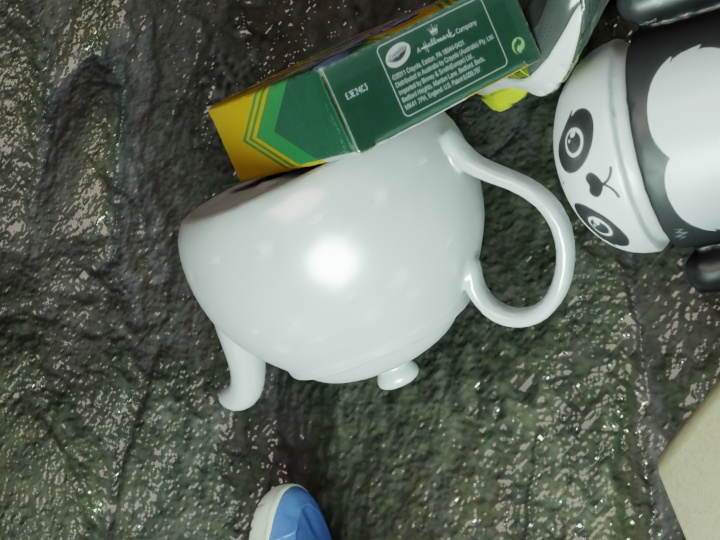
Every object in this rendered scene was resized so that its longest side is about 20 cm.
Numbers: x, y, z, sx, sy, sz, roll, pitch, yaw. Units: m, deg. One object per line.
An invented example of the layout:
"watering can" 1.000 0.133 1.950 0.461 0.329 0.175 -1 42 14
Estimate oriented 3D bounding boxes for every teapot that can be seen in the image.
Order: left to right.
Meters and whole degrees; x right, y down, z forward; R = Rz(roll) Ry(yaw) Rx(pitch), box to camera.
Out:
"teapot" 0.000 0.000 0.913 0.196 0.200 0.147 -28 99 -14

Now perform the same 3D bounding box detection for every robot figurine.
"robot figurine" 0.201 -0.079 0.833 0.198 0.125 0.152 -12 64 26

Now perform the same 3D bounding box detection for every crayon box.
"crayon box" -0.004 -0.103 0.879 0.199 0.125 0.052 -7 111 65

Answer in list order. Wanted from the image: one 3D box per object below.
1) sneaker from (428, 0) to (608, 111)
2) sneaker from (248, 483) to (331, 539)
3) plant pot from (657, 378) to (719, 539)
"sneaker" 0.081 -0.144 0.883 0.084 0.200 0.075 32 76 -7
"sneaker" 0.004 0.213 0.878 0.110 0.076 0.203 -19 69 30
"plant pot" 0.257 0.112 0.708 0.176 0.199 0.202 -35 59 28
